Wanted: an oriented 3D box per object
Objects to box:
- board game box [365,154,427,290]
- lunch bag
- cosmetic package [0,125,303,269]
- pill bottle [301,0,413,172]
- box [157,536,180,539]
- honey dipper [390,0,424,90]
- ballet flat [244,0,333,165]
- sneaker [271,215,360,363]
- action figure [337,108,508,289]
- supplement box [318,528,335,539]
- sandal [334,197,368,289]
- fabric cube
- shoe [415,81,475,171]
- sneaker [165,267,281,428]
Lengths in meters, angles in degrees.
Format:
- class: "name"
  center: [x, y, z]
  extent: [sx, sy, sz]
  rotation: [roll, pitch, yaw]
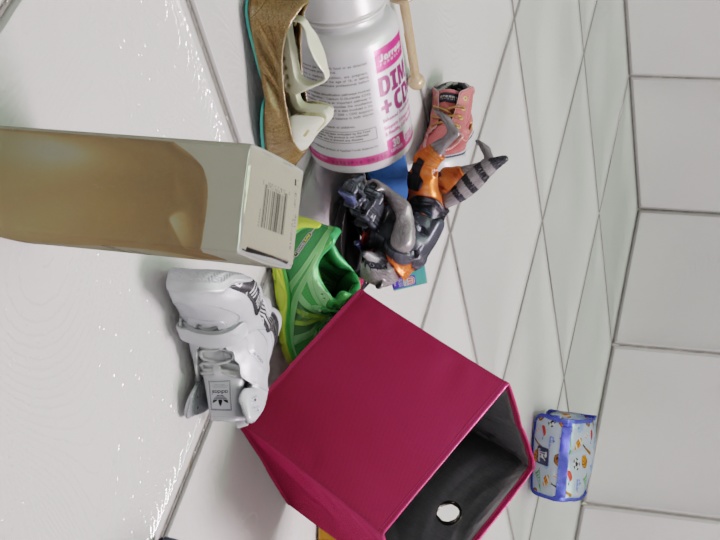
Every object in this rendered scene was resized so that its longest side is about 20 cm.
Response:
- class: "board game box"
  center: [0.031, -0.101, 1.663]
  extent: [0.152, 0.045, 0.200]
  rotation: [-104, -179, -48]
- class: "lunch bag"
  center: [0.403, 0.367, 2.880]
  extent: [0.200, 0.123, 0.171]
  rotation: [2, 93, -80]
- class: "cosmetic package"
  center: [-0.149, -0.048, 0.963]
  extent: [0.105, 0.199, 0.071]
  rotation: [18, 78, -70]
- class: "pill bottle"
  center: [-0.011, -0.211, 1.486]
  extent: [0.114, 0.113, 0.201]
  rotation: [-64, 152, -48]
- class: "box"
  center: [-0.107, 0.290, 1.171]
  extent: [0.158, 0.199, 0.051]
  rotation: [-41, 138, -65]
- class: "honey dipper"
  center: [0.061, -0.304, 1.814]
  extent: [0.200, 0.038, 0.038]
  rotation: [75, 26, -50]
- class: "ballet flat"
  center: [-0.064, -0.178, 1.400]
  extent: [0.068, 0.072, 0.201]
  rotation: [-55, 145, -57]
- class: "sneaker"
  center: [-0.042, 0.037, 1.498]
  extent: [0.074, 0.083, 0.201]
  rotation: [-64, 152, -50]
- class: "action figure"
  center: [0.056, -0.066, 1.494]
  extent: [0.194, 0.104, 0.200]
  rotation: [-57, 161, 5]
- class: "supplement box"
  center: [-0.011, 0.302, 1.684]
  extent: [0.067, 0.069, 0.201]
  rotation: [-22, 117, -68]
- class: "sandal"
  center: [0.000, 0.000, 1.678]
  extent: [0.075, 0.045, 0.201]
  rotation: [-43, 134, -64]
- class: "fabric cube"
  center: [0.032, 0.181, 1.470]
  extent: [0.196, 0.199, 0.200]
  rotation: [-49, 148, -17]
- class: "shoe"
  center: [0.114, -0.197, 1.954]
  extent: [0.200, 0.071, 0.091]
  rotation: [-54, 143, -67]
- class: "sneaker"
  center: [-0.122, 0.071, 1.272]
  extent: [0.200, 0.075, 0.115]
  rotation: [52, 42, -69]
